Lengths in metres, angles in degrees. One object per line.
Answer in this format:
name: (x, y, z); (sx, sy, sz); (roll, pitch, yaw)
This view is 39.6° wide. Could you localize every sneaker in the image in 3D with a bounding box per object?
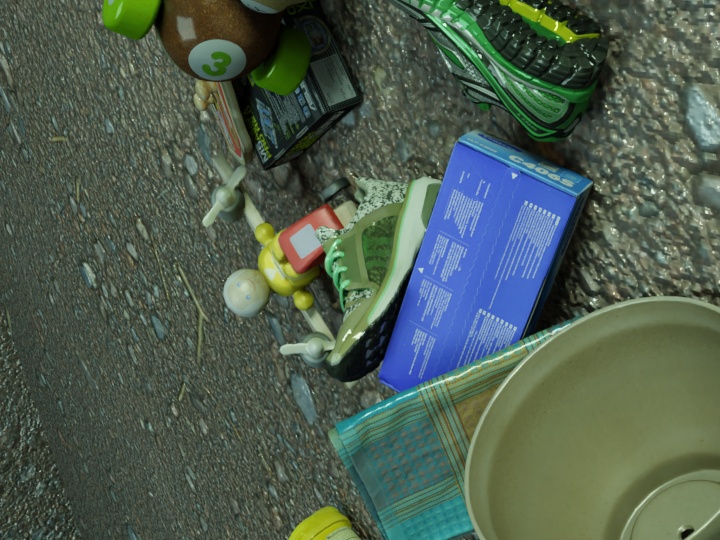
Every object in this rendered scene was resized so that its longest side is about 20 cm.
sneaker: (0.000, 0.000, 0.783); (0.087, 0.202, 0.078); (16, 140, 12)
sneaker: (0.073, -0.156, 0.674); (0.200, 0.077, 0.086); (46, 146, 31)

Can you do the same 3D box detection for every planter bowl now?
planter bowl: (0.181, 0.137, 0.622); (0.135, 0.201, 0.199); (49, 160, -28)

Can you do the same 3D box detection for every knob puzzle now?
knob puzzle: (-0.160, -0.188, 1.030); (0.222, 0.030, 0.220); (62, 170, 18)

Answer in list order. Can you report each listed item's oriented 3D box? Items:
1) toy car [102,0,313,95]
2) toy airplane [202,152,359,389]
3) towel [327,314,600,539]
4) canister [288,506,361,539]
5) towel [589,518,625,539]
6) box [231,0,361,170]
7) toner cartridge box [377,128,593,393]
toy car: (-0.072, -0.215, 0.727); (0.199, 0.162, 0.161); (21, 95, 58)
toy airplane: (-0.077, 0.000, 0.974); (0.199, 0.140, 0.202); (31, 141, 41)
towel: (0.090, 0.128, 0.725); (0.022, 0.197, 0.148); (-107, -7, -59)
canister: (0.002, 0.405, 1.206); (0.199, 0.086, 0.151); (38, 141, 38)
towel: (0.210, 0.260, 0.745); (0.199, 0.023, 0.144); (37, 147, 8)
box: (-0.088, -0.214, 0.935); (0.203, 0.044, 0.160); (65, 152, 2)
toner cartridge box: (0.086, 0.012, 0.722); (0.094, 0.043, 0.203); (27, 118, 18)
